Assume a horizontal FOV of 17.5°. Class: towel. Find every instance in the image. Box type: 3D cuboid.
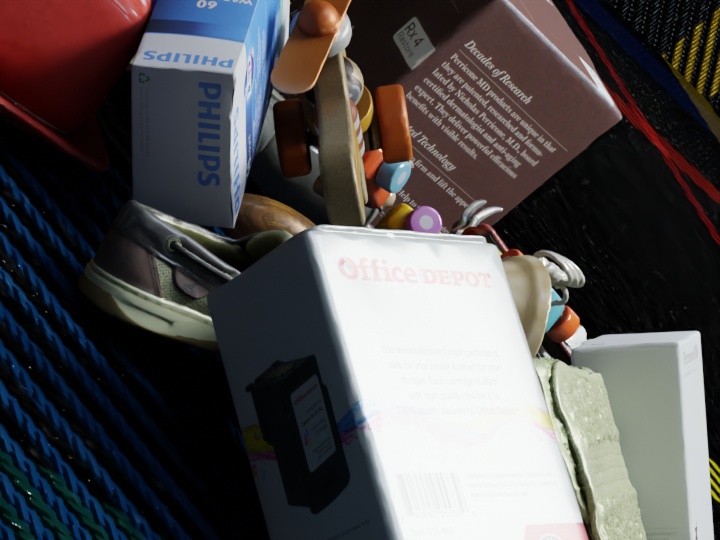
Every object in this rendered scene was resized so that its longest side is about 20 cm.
[{"bbox_3d":[0.132,0.121,1.340,0.200,0.036,0.148,22,51,-78],"label":"towel"}]

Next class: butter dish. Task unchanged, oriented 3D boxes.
[{"bbox_3d":[-0.183,-0.185,1.269,0.200,0.148,0.199,36,21,-44],"label":"butter dish"}]

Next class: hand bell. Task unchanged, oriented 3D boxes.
[{"bbox_3d":[0.000,0.000,1.342,0.200,0.104,0.104,26,24,-24],"label":"hand bell"}]

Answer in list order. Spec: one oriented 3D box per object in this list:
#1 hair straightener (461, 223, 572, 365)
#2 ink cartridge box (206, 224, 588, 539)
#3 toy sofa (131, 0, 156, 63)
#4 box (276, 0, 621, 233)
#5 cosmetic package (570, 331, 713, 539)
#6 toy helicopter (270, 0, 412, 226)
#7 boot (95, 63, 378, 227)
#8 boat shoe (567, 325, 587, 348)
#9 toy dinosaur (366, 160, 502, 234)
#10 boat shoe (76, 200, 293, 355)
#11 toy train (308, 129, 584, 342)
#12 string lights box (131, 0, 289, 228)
[{"bbox_3d":[0.112,0.068,1.568,0.077,0.041,0.200,-44,106,-37],"label":"hair straightener"},{"bbox_3d":[0.023,0.087,1.157,0.146,0.083,0.200,4,63,-46],"label":"ink cartridge box"},{"bbox_3d":[-0.183,-0.221,1.485,0.200,0.083,0.098,52,14,6],"label":"toy sofa"},{"bbox_3d":[0.047,-0.137,1.717,0.164,0.200,0.166,38,18,-39],"label":"box"},{"bbox_3d":[0.182,0.142,1.488,0.101,0.071,0.200,-11,97,-74],"label":"cosmetic package"},{"bbox_3d":[-0.013,-0.090,1.316,0.200,0.079,0.132,-96,178,-63],"label":"toy helicopter"},{"bbox_3d":[-0.073,-0.076,1.473,0.182,0.073,0.200,37,9,0],"label":"boot"},{"bbox_3d":[0.141,0.068,1.745,0.200,0.069,0.071,49,13,-5],"label":"boat shoe"},{"bbox_3d":[0.057,0.008,1.590,0.181,0.105,0.200,35,23,-32],"label":"toy dinosaur"},{"bbox_3d":[-0.050,0.011,1.231,0.201,0.066,0.072,15,19,-34],"label":"boat shoe"},{"bbox_3d":[0.045,-0.013,1.464,0.200,0.056,0.150,34,-15,19],"label":"toy train"},{"bbox_3d":[-0.081,-0.124,1.320,0.059,0.103,0.200,7,37,4],"label":"string lights box"}]
